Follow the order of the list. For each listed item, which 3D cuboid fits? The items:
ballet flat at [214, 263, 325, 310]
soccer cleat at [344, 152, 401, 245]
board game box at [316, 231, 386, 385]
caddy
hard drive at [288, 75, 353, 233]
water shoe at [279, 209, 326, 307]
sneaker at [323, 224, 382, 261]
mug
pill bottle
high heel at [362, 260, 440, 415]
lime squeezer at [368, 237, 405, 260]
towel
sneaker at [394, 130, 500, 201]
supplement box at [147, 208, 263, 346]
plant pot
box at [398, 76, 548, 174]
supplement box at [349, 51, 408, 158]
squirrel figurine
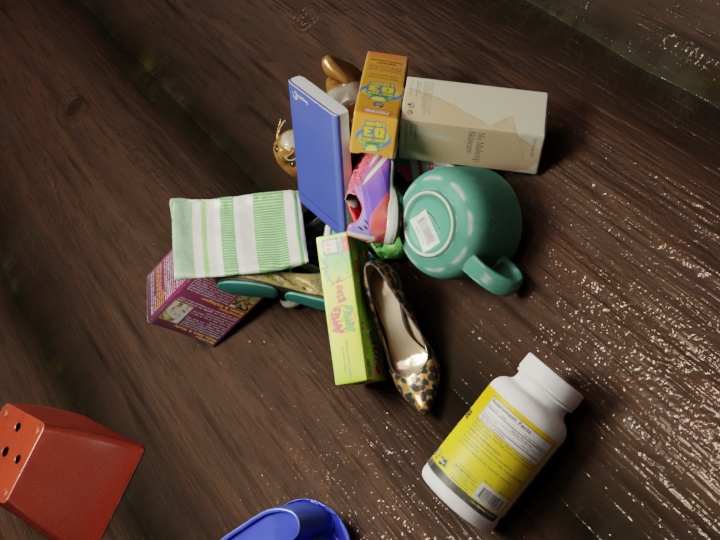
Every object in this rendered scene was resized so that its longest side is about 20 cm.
[{"bbox_3d":[-0.116,0.013,1.738,0.071,0.198,0.072,-170,90,-84],"label":"ballet flat"},{"bbox_3d":[0.012,-0.121,1.606,0.069,0.072,0.202,106,164,-50],"label":"soccer cleat"},{"bbox_3d":[-0.012,0.055,1.604,0.047,0.102,0.202,-10,82,15],"label":"board game box"},{"bbox_3d":[-0.104,0.390,1.536,0.199,0.105,0.142,-35,69,19],"label":"caddy"},{"bbox_3d":[-0.055,-0.161,1.664,0.025,0.202,0.132,-23,41,-24],"label":"hard drive"},{"bbox_3d":[-0.087,-0.042,1.798,0.071,0.079,0.201,19,79,57],"label":"water shoe"},{"bbox_3d":[0.000,0.000,1.708,0.079,0.077,0.202,-27,63,24],"label":"sneaker"},{"bbox_3d":[0.136,-0.059,1.557,0.184,0.114,0.154,20,106,40],"label":"mug"},{"bbox_3d":[0.175,0.203,1.399,0.201,0.112,0.112,-51,43,2],"label":"pill bottle"},{"bbox_3d":[0.047,0.087,1.557,0.071,0.143,0.201,-23,49,14],"label":"high heel"},{"bbox_3d":[0.039,-0.049,1.730,0.199,0.038,0.071,-1,65,42],"label":"lime squeezer"},{"bbox_3d":[-0.181,-0.056,1.726,0.198,0.024,0.154,-4,52,-8],"label":"towel"},{"bbox_3d":[0.102,-0.125,1.694,0.199,0.084,0.122,28,124,17],"label":"sneaker"},{"bbox_3d":[-0.232,0.011,1.834,0.200,0.130,0.104,-41,41,32],"label":"supplement box"},{"bbox_3d":[-0.508,0.321,1.878,0.199,0.176,0.201,14,74,45],"label":"plant pot"},{"bbox_3d":[0.156,-0.201,1.609,0.198,0.095,0.078,7,59,5],"label":"box"},{"bbox_3d":[0.028,-0.236,1.636,0.066,0.069,0.201,8,37,0],"label":"supplement box"},{"bbox_3d":[-0.035,-0.209,1.799,0.186,0.199,0.142,-42,64,30],"label":"squirrel figurine"}]
